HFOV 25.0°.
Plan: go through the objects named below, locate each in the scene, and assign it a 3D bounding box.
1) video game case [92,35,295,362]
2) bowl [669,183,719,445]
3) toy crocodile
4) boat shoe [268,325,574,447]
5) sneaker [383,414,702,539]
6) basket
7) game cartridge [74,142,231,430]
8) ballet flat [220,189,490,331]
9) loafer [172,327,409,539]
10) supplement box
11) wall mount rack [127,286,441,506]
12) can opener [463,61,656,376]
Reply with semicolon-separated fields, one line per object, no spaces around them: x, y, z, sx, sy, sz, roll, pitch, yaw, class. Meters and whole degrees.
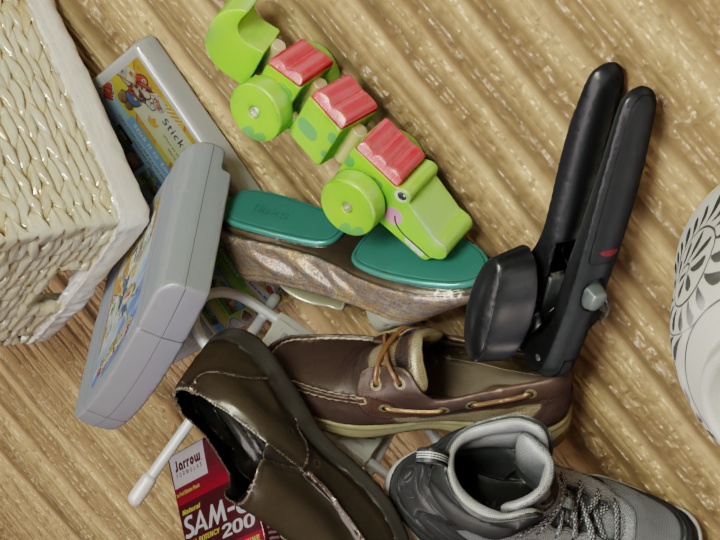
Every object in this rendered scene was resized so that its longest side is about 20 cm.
-0.139;-0.043;1.146;0.182;0.023;0.200;-28;99;48;video game case
0.233;0.050;0.840;0.200;0.094;0.202;23;133;27;bowl
-0.012;-0.086;0.970;0.200;0.067;0.062;45;138;5;toy crocodile
0.033;0.060;0.998;0.199;0.072;0.072;10;139;9;boat shoe
0.116;0.141;0.960;0.199;0.076;0.114;12;157;-4;sneaker
-0.277;-0.058;1.110;0.198;0.160;0.201;-42;71;48;basket
-0.141;0.021;1.079;0.041;0.134;0.200;22;142;-14;game cartridge
0.000;0.000;1.024;0.199;0.068;0.068;18;134;30;ballet flat
-0.047;0.132;0.974;0.200;0.071;0.073;51;137;8;loafer
-0.072;0.215;1.186;0.109;0.061;0.201;-32;67;48;supplement box
-0.049;0.110;1.052;0.200;0.174;0.075;35;133;-2;wall mount rack
0.122;-0.021;0.907;0.063;0.078;0.201;44;132;29;can opener
